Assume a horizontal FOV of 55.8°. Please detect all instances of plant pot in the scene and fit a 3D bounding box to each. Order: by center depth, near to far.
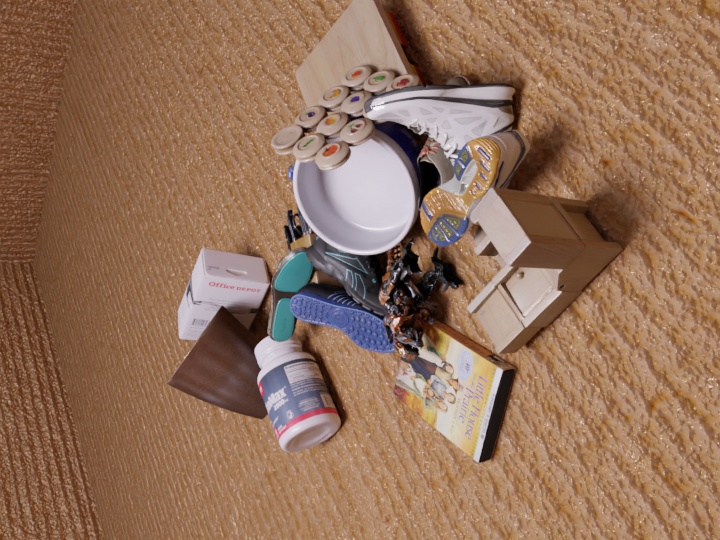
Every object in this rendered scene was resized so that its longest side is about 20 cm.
[{"bbox_3d":[-0.253,0.205,1.370,0.199,0.187,0.187,36,134,-7],"label":"plant pot"}]

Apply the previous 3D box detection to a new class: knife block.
[{"bbox_3d":[-0.074,-0.032,1.231,0.200,0.064,0.177,44,126,43],"label":"knife block"}]

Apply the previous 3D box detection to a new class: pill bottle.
[{"bbox_3d":[-0.126,0.222,1.273,0.120,0.119,0.201,-54,51,40],"label":"pill bottle"}]

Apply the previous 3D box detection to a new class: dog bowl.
[{"bbox_3d":[0.003,-0.130,1.029,0.198,0.079,0.202,12,122,20],"label":"dog bowl"}]

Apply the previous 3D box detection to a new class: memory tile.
[{"bbox_3d":[-0.022,-0.222,0.960,0.153,0.200,0.017,27,156,43],"label":"memory tile"}]

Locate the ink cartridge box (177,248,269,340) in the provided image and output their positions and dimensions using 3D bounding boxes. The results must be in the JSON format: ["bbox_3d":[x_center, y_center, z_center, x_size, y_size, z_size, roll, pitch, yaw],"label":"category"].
[{"bbox_3d":[-0.297,0.059,1.463,0.201,0.143,0.085,-59,35,36],"label":"ink cartridge box"}]

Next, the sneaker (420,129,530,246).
[{"bbox_3d":[0.147,-0.100,0.866,0.076,0.088,0.200,57,149,12],"label":"sneaker"}]

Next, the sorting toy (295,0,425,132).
[{"bbox_3d":[0.004,-0.299,1.088,0.199,0.069,0.201,-39,62,37],"label":"sorting toy"}]

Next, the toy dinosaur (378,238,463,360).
[{"bbox_3d":[0.064,0.030,1.012,0.136,0.102,0.201,-53,55,38],"label":"toy dinosaur"}]

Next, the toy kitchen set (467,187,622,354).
[{"bbox_3d":[0.157,-0.022,0.824,0.200,0.179,0.164,-54,50,35],"label":"toy kitchen set"}]

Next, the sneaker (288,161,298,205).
[{"bbox_3d":[-0.070,-0.112,1.193,0.201,0.078,0.075,65,156,19],"label":"sneaker"}]

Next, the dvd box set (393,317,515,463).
[{"bbox_3d":[0.130,0.165,0.998,0.200,0.029,0.148,32,117,48],"label":"dvd box set"}]

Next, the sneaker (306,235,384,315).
[{"bbox_3d":[0.000,0.000,1.100,0.200,0.075,0.080,38,102,16],"label":"sneaker"}]

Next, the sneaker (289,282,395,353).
[{"bbox_3d":[-0.015,0.069,1.128,0.199,0.078,0.071,22,120,12],"label":"sneaker"}]

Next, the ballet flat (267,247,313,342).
[{"bbox_3d":[-0.133,0.032,1.217,0.075,0.067,0.201,-119,40,-53],"label":"ballet flat"}]

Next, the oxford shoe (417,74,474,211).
[{"bbox_3d":[0.121,-0.173,0.951,0.070,0.074,0.202,12,101,54],"label":"oxford shoe"}]

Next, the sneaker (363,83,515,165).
[{"bbox_3d":[0.105,-0.180,0.889,0.076,0.198,0.117,-113,20,-81],"label":"sneaker"}]
